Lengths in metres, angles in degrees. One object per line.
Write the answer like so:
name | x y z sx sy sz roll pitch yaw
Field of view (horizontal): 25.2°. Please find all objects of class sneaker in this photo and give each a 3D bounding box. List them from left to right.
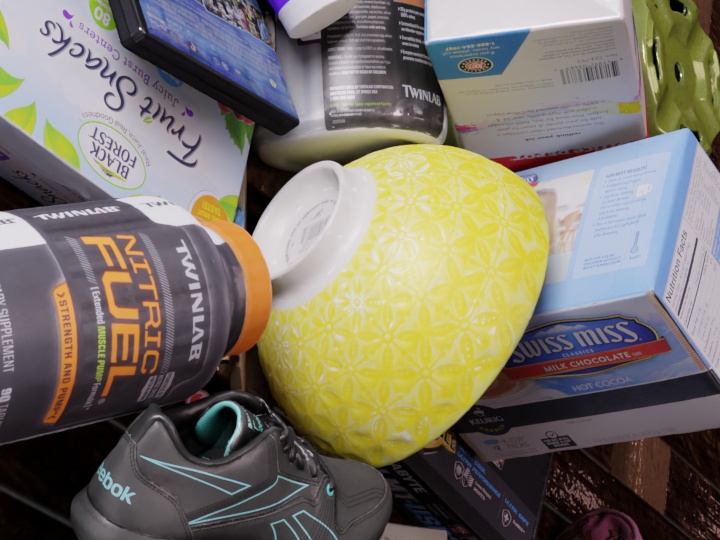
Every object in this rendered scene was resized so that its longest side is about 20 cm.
sneaker | -0.049 0.107 0.817 0.199 0.075 0.080 5 114 -47

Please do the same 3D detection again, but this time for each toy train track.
toy train track | -0.081 0.024 0.916 0.115 0.032 0.202 95 -5 -66

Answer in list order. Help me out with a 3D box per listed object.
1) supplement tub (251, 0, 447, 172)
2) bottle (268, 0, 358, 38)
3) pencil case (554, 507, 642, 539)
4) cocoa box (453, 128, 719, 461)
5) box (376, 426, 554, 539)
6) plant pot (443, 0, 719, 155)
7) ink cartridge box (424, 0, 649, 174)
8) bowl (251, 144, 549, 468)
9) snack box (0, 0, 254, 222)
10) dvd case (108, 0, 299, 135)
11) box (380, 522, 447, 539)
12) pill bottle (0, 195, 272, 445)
supplement tub | -0.012 -0.168 0.992 0.122 0.122 0.202 10 74 -52
bottle | -0.068 -0.228 0.908 0.201 0.065 0.083 61 14 4
pencil case | 0.214 0.271 1.233 0.083 0.086 0.201 -42 120 -13
cocoa box | 0.137 0.019 1.006 0.131 0.199 0.134 48 46 -33
box | 0.070 0.080 1.109 0.200 0.049 0.200 47 48 -38
plant pot | 0.148 -0.120 1.143 0.199 0.189 0.202 16 70 -52
ink cartridge box | 0.114 -0.120 0.988 0.200 0.115 0.068 60 27 -62
bowl | 0.000 0.000 0.920 0.107 0.199 0.201 36 53 -29
snack box | -0.139 -0.100 0.858 0.200 0.053 0.143 37 54 -43
dvd case | -0.105 -0.178 0.878 0.142 0.017 0.201 25 40 -55
box | 0.006 0.254 0.960 0.082 0.068 0.202 15 70 -51
pill bottle | -0.135 0.020 0.772 0.199 0.106 0.107 -11 91 -47
